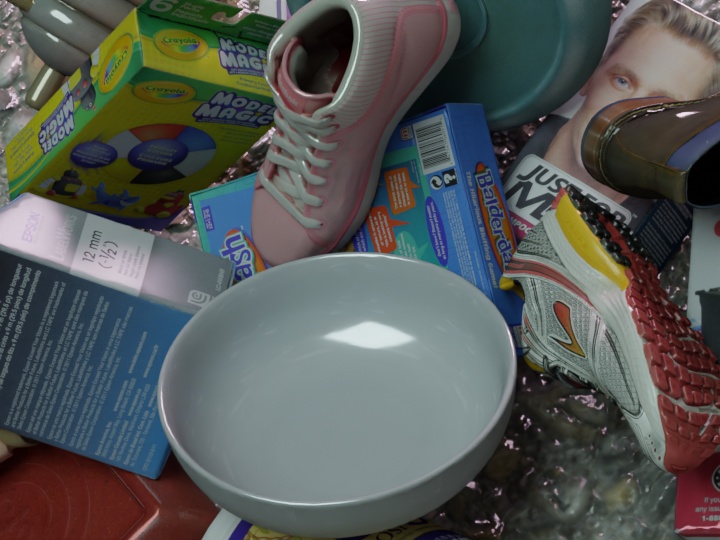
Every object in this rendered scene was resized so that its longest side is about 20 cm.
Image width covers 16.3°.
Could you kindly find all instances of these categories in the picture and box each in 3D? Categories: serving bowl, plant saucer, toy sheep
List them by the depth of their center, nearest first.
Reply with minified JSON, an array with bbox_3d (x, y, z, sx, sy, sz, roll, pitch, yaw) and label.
[{"bbox_3d":[-0.010,0.079,1.399,0.200,0.066,0.200,-6,40,5],"label":"serving bowl"},{"bbox_3d":[0.045,-0.155,1.465,0.200,0.200,0.027,-4,37,24],"label":"plant saucer"},{"bbox_3d":[-0.214,0.162,1.600,0.200,0.037,0.200,-46,56,2],"label":"plant saucer"},{"bbox_3d":[-0.175,-0.198,1.690,0.138,0.138,0.200,35,99,33],"label":"toy sheep"}]

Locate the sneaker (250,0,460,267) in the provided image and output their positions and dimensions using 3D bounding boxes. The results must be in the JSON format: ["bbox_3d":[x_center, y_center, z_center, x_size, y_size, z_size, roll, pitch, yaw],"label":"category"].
[{"bbox_3d":[-0.029,-0.082,1.433,0.075,0.105,0.200,44,118,24],"label":"sneaker"}]

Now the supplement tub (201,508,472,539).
[{"bbox_3d":[0.013,0.207,1.405,0.200,0.145,0.146,21,78,31],"label":"supplement tub"}]

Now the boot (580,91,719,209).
[{"bbox_3d":[0.234,-0.072,1.419,0.200,0.075,0.097,-16,22,-17],"label":"boot"}]

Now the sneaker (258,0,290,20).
[{"bbox_3d":[0.005,-0.112,1.601,0.114,0.073,0.201,-18,72,16],"label":"sneaker"}]

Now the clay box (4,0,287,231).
[{"bbox_3d":[-0.125,-0.097,1.576,0.200,0.115,0.048,-39,51,45],"label":"clay box"}]

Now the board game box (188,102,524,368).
[{"bbox_3d":[0.000,0.000,1.508,0.200,0.045,0.152,-17,83,34],"label":"board game box"}]

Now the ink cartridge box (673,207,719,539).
[{"bbox_3d":[0.256,0.061,1.390,0.147,0.086,0.200,-5,67,25],"label":"ink cartridge box"}]

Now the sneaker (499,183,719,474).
[{"bbox_3d":[0.137,0.044,1.379,0.082,0.078,0.200,-46,38,18],"label":"sneaker"}]

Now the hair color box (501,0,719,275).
[{"bbox_3d":[0.156,-0.062,1.508,0.100,0.061,0.200,33,84,33],"label":"hair color box"}]

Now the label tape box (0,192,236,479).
[{"bbox_3d":[-0.192,0.031,1.526,0.200,0.143,0.066,20,39,-6],"label":"label tape box"}]

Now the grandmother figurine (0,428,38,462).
[{"bbox_3d":[-0.306,0.135,1.603,0.200,0.061,0.121,-35,48,4],"label":"grandmother figurine"}]
